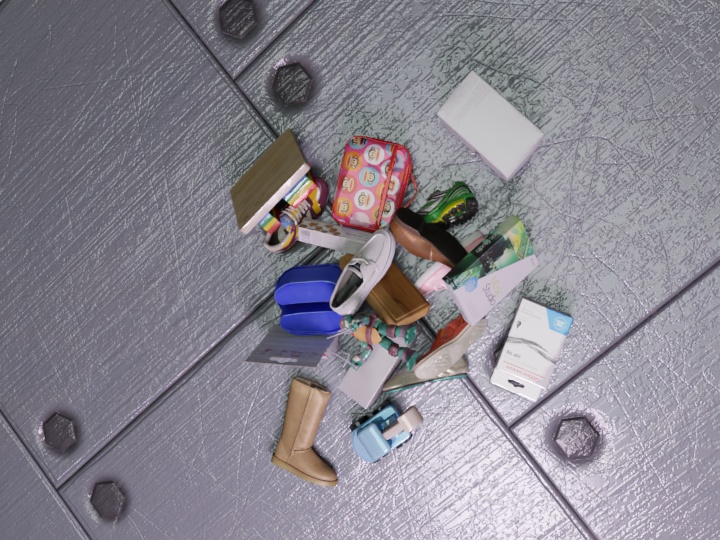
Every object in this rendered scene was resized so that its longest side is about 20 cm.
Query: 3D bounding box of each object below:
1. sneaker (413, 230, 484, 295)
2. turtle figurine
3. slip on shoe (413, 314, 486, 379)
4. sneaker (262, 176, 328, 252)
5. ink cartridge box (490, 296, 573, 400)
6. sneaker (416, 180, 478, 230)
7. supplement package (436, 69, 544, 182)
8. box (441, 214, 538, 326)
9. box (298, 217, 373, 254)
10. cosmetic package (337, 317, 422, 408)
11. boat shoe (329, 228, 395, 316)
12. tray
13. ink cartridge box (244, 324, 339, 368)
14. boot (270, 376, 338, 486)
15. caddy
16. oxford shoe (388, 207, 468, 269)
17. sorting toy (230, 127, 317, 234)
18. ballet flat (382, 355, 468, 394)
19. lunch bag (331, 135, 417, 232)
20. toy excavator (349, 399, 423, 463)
[{"bbox_3d":[0.207,0.016,1.531,0.199,0.075,0.105,-38,79,6],"label":"sneaker"},{"bbox_3d":[0.016,0.132,1.443,0.197,0.151,0.102,11,54,24],"label":"turtle figurine"},{"bbox_3d":[0.183,0.156,1.517,0.199,0.075,0.061,-40,51,-20],"label":"slip on shoe"},{"bbox_3d":[-0.142,-0.122,1.593,0.075,0.090,0.201,35,99,8],"label":"sneaker"},{"bbox_3d":[0.359,0.170,1.510,0.114,0.067,0.203,21,96,10],"label":"ink cartridge box"},{"bbox_3d":[0.159,-0.119,1.550,0.198,0.078,0.086,-28,50,18],"label":"sneaker"},{"bbox_3d":[0.271,-0.296,1.488,0.200,0.117,0.118,43,99,8],"label":"supplement package"},{"bbox_3d":[0.270,0.001,1.467,0.200,0.145,0.036,-43,43,-7],"label":"box"},{"bbox_3d":[-0.038,-0.068,1.548,0.197,0.039,0.042,13,132,13],"label":"box"},{"bbox_3d":[0.043,0.190,1.556,0.089,0.107,0.202,31,99,13],"label":"cosmetic package"},{"bbox_3d":[0.000,0.000,1.469,0.072,0.066,0.201,38,96,26],"label":"boat shoe"},{"bbox_3d":[0.050,0.031,1.525,0.098,0.037,0.201,-25,61,-27],"label":"tray"},{"bbox_3d":[-0.143,0.178,1.547,0.158,0.200,0.051,2,111,11],"label":"ink cartridge box"},{"bbox_3d":[-0.106,0.365,1.616,0.173,0.066,0.203,19,94,10],"label":"boot"},{"bbox_3d":[-0.099,0.062,1.586,0.196,0.105,0.144,-3,114,10],"label":"caddy"},{"bbox_3d":[0.146,-0.049,1.491,0.199,0.071,0.072,35,131,5],"label":"oxford shoe"},{"bbox_3d":[-0.185,-0.184,1.562,0.200,0.200,0.069,-44,124,12],"label":"sorting toy"},{"bbox_3d":[0.136,0.218,1.548,0.197,0.067,0.063,-10,79,-11],"label":"ballet flat"},{"bbox_3d":[0.037,-0.181,1.562,0.173,0.082,0.204,13,92,6],"label":"lunch bag"},{"bbox_3d":[0.058,0.342,1.511,0.193,0.200,0.101,-37,85,11],"label":"toy excavator"}]
